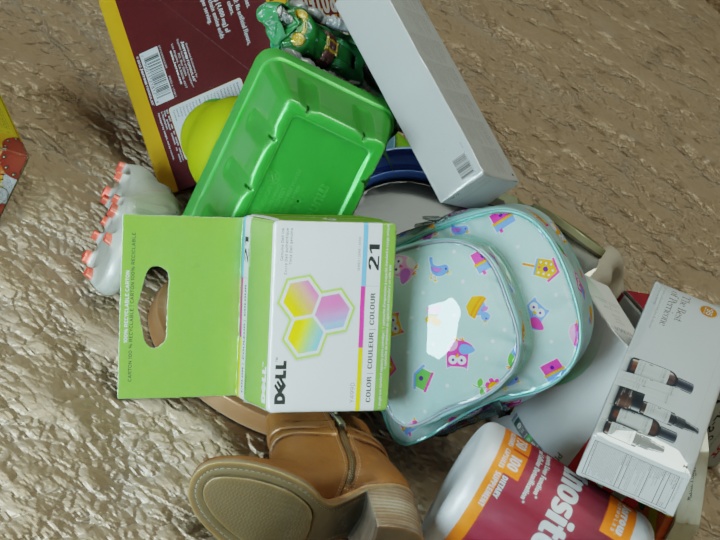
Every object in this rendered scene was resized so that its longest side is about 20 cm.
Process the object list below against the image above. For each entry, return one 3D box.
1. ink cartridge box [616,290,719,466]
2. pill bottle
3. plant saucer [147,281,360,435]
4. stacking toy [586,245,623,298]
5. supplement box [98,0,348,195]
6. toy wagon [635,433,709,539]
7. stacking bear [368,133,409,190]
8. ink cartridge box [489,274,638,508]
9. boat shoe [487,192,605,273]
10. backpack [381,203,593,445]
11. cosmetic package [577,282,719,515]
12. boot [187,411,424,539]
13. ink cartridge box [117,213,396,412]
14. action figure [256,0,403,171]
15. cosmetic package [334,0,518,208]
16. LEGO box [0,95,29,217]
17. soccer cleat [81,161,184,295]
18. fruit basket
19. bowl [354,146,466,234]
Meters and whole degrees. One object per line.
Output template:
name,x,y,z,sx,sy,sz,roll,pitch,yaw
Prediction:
ink cartridge box,0.302,0.108,1.694,0.198,0.147,0.083,8,33,-40
pill bottle,0.156,0.216,1.371,0.199,0.114,0.113,31,25,-1
plant saucer,-0.083,0.066,1.469,0.199,0.032,0.201,27,25,-13
stacking toy,0.153,0.014,1.750,0.198,0.148,0.146,24,21,21
supplement box,-0.105,-0.200,1.637,0.132,0.198,0.199,-19,90,-59
toy wagon,0.268,0.167,1.540,0.039,0.157,0.200,6,8,-5
stacking bear,0.028,-0.089,1.791,0.199,0.121,0.115,30,44,-22
ink cartridge box,0.192,0.125,1.520,0.050,0.162,0.201,20,27,-28
boat shoe,0.154,-0.019,1.575,0.074,0.069,0.200,35,-3,-20
backpack,0.091,0.037,1.450,0.153,0.198,0.178,15,54,-80
cosmetic package,0.243,0.098,1.398,0.082,0.051,0.201,24,42,7
boot,-0.053,0.150,1.315,0.198,0.074,0.155,22,22,-28
ink cartridge box,-0.080,0.033,1.337,0.198,0.150,0.076,0,5,-25
action figure,-0.019,-0.181,1.524,0.199,0.054,0.119,28,56,-42
cosmetic package,0.055,-0.149,1.477,0.082,0.050,0.201,5,54,-61
LEGO box,-0.377,-0.134,1.440,0.148,0.078,0.201,11,32,-37
soccer cleat,-0.187,-0.033,1.491,0.077,0.070,0.201,28,22,-14
fruit basket,-0.076,-0.081,1.483,0.154,0.217,0.216,24,26,-15
bowl,0.057,-0.024,1.675,0.198,0.039,0.203,6,59,-11
